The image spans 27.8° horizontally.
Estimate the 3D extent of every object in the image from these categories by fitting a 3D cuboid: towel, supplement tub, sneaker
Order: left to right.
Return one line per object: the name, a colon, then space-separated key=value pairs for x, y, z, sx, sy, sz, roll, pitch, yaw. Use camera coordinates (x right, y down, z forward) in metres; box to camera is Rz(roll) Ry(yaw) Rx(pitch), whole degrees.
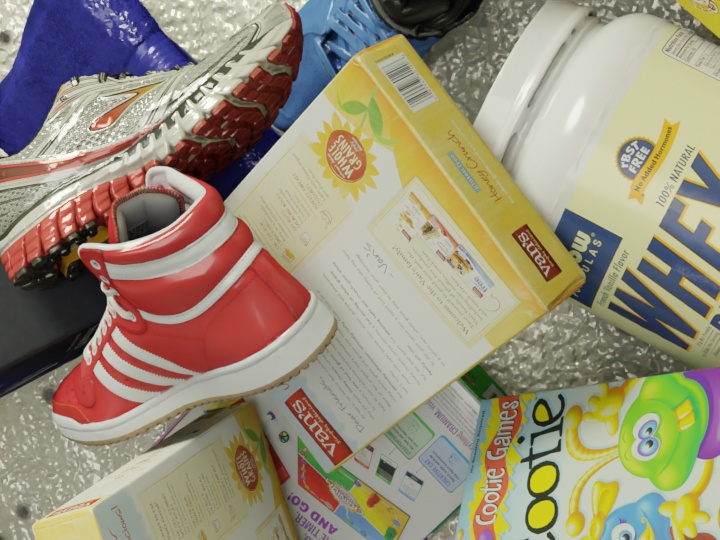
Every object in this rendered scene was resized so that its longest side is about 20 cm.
sneaker: x=-0.113 y=0.018 z=0.726 sx=0.199 sy=0.071 sz=0.113 roll=-22 pitch=115 yaw=40
sneaker: x=-0.115 y=-0.079 z=0.747 sx=0.200 sy=0.078 sz=0.082 roll=-36 pitch=79 yaw=-4
towel: x=-0.122 y=-0.073 z=0.846 sx=0.200 sy=0.050 sz=0.148 roll=44 pitch=130 yaw=6
sneaker: x=0.009 y=-0.139 z=0.764 sx=0.200 sy=0.111 sz=0.077 roll=-34 pitch=88 yaw=21
supplement tub: x=0.158 y=-0.037 z=0.714 sx=0.199 sy=0.145 sz=0.146 roll=28 pitch=107 yaw=12

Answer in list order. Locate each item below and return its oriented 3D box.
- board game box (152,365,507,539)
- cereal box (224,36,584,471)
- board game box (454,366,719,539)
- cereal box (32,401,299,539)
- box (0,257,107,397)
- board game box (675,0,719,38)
board game box: x=-0.021 y=0.106 z=0.845 sx=0.153 sy=0.040 sz=0.200 roll=47 pitch=109 yaw=6
cereal box: x=0.000 y=0.000 z=0.720 sx=0.144 sy=0.039 sz=0.200 roll=53 pitch=137 yaw=4
board game box: x=0.149 y=0.116 z=0.693 sx=0.200 sy=0.103 sz=0.105 roll=-16 pitch=55 yaw=53
cereal box: x=-0.083 y=0.161 z=0.738 sx=0.039 sy=0.200 sz=0.145 roll=-16 pitch=93 yaw=20
box: x=-0.252 y=0.035 z=0.811 sx=0.199 sy=0.148 sz=0.105 roll=-28 pitch=87 yaw=-22
board game box: x=0.218 y=-0.163 z=0.667 sx=0.153 sy=0.040 sz=0.200 roll=-39 pitch=67 yaw=-7
